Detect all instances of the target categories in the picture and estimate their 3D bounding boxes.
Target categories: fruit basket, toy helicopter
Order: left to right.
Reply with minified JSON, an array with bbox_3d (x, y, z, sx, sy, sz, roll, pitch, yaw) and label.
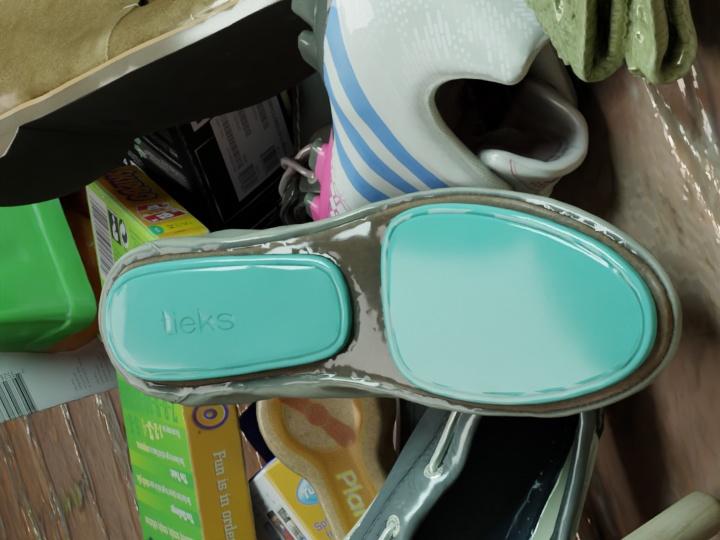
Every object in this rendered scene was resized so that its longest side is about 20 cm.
[{"bbox_3d":[-0.145,-0.031,1.171,0.094,0.200,0.185,-24,86,37],"label":"fruit basket"},{"bbox_3d":[0.028,0.114,0.860,0.200,0.132,0.079,66,-155,-6],"label":"toy helicopter"}]

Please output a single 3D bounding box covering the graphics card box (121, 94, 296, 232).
[{"bbox_3d":[-0.075,-0.052,1.021,0.125,0.051,0.200,40,164,31],"label":"graphics card box"}]

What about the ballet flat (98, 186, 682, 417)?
[{"bbox_3d":[0.013,0.009,0.773,0.200,0.064,0.067,-2,93,30],"label":"ballet flat"}]

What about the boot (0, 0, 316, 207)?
[{"bbox_3d":[-0.077,-0.085,0.871,0.200,0.074,0.076,-19,71,39],"label":"boot"}]

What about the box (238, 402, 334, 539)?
[{"bbox_3d":[0.008,0.139,0.982,0.200,0.041,0.119,51,159,3],"label":"box"}]

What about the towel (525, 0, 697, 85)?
[{"bbox_3d":[0.040,-0.156,0.678,0.148,0.036,0.200,89,157,-48],"label":"towel"}]

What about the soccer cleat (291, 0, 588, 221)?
[{"bbox_3d":[0.030,-0.034,0.789,0.086,0.070,0.200,31,160,19],"label":"soccer cleat"}]

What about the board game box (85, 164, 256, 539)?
[{"bbox_3d":[-0.069,0.067,0.976,0.096,0.030,0.200,-142,44,-62],"label":"board game box"}]

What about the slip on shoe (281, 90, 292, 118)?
[{"bbox_3d":[-0.058,-0.125,1.016,0.074,0.061,0.200,28,154,30],"label":"slip on shoe"}]

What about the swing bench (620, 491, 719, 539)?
[{"bbox_3d":[0.047,0.203,0.735,0.130,0.200,0.199,-128,25,-52],"label":"swing bench"}]

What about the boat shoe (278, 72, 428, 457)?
[{"bbox_3d":[0.000,0.000,0.921,0.067,0.057,0.200,140,116,-65],"label":"boat shoe"}]

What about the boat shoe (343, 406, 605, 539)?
[{"bbox_3d":[0.019,0.110,0.792,0.073,0.200,0.062,28,175,-2],"label":"boat shoe"}]
